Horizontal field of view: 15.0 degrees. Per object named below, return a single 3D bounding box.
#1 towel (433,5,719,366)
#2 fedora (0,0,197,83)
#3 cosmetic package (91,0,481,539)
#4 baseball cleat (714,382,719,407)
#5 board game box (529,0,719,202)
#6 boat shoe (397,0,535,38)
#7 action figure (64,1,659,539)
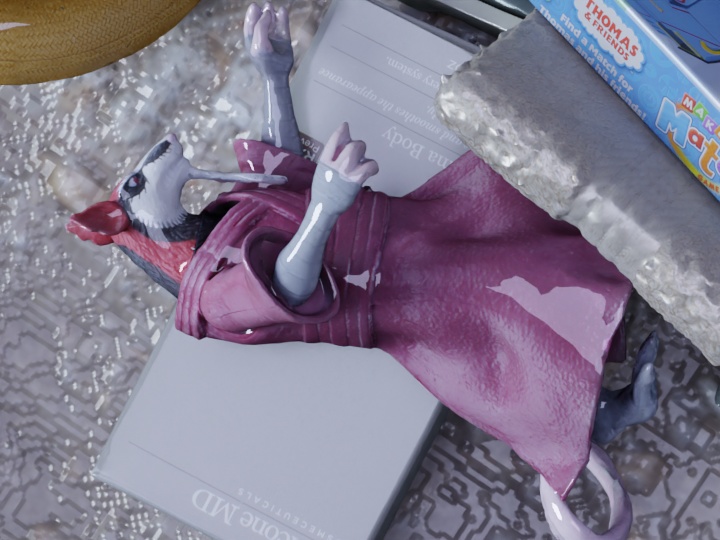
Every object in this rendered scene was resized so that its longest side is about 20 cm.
[{"bbox_3d":[0.116,-0.052,0.907,0.133,0.200,0.034,41,130,9],"label":"towel"},{"bbox_3d":[-0.137,-0.151,1.001,0.200,0.082,0.201,4,70,-10],"label":"fedora"},{"bbox_3d":[-0.005,0.011,0.994,0.107,0.090,0.200,25,87,5],"label":"cosmetic package"},{"bbox_3d":[0.219,0.076,0.951,0.200,0.106,0.070,15,102,13],"label":"baseball cleat"},{"bbox_3d":[0.156,-0.073,0.878,0.151,0.037,0.200,-28,68,-34],"label":"board game box"},{"bbox_3d":[0.064,-0.113,1.000,0.200,0.073,0.062,23,93,13],"label":"boat shoe"},{"bbox_3d":[0.000,0.000,0.917,0.200,0.134,0.149,4,116,2],"label":"action figure"}]
